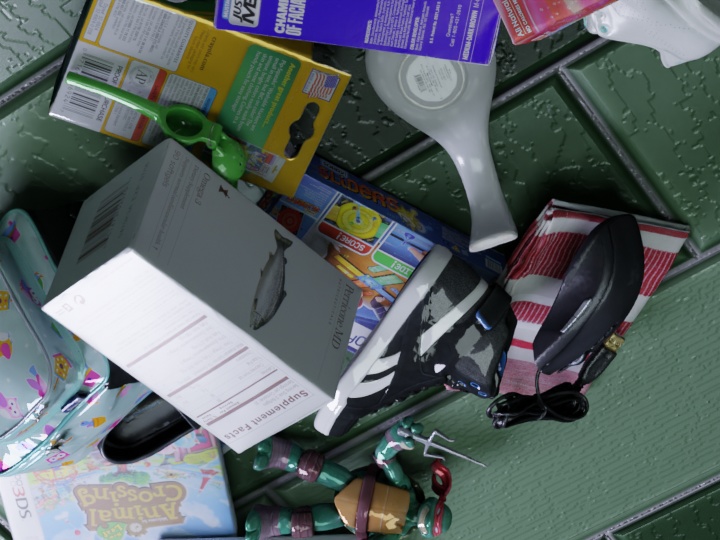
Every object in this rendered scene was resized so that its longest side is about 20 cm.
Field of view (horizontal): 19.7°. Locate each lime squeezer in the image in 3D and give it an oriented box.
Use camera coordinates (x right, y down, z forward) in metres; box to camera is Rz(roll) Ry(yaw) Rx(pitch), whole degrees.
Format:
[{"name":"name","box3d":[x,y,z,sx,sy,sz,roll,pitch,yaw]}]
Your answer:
[{"name":"lime squeezer","box3d":[-0.129,-0.094,1.552,0.070,0.038,0.200,-8,136,47]}]

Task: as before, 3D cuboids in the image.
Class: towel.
[{"name":"towel","box3d":[0.166,0.032,1.690,0.143,0.023,0.201,8,129,-29]}]

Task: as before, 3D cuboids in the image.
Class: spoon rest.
[{"name":"spoon rest","box3d":[0.070,-0.116,1.588,0.099,0.061,0.201,-17,112,11]}]

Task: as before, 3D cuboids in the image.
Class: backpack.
[{"name":"backpack","box3d":[-0.264,0.066,1.637,0.153,0.176,0.200,-17,156,-46]}]

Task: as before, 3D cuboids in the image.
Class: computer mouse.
[{"name":"computer mouse","box3d":[0.190,0.050,1.653,0.140,0.046,0.201,3,120,-56]}]

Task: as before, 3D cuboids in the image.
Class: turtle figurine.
[{"name":"turtle figurine","box3d":[0.005,0.202,1.783,0.198,0.151,0.101,8,166,8]}]

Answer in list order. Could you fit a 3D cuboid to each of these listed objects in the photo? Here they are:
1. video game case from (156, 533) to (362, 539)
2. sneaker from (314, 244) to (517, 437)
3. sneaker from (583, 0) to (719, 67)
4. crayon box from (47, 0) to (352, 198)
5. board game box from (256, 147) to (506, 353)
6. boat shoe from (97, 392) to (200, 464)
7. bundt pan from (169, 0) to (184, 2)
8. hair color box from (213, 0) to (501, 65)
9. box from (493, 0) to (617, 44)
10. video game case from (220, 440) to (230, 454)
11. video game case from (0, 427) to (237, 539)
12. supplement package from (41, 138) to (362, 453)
[{"name":"video game case","box3d":[-0.083,0.297,1.885,0.198,0.024,0.183,-1,141,-1]},{"name":"sneaker","box3d":[0.051,0.085,1.657,0.111,0.073,0.201,35,121,0]},{"name":"sneaker","box3d":[0.184,-0.210,1.503,0.199,0.076,0.088,35,132,-25]},{"name":"crayon box","box3d":[-0.120,-0.145,1.559,0.198,0.052,0.126,19,125,-13]},{"name":"board game box","box3d":[0.000,0.000,1.679,0.199,0.035,0.136,28,123,-19]},{"name":"boat shoe","box3d":[-0.136,0.095,1.686,0.199,0.062,0.075,-32,114,12]},{"name":"bundt pan","box3d":[-0.097,-0.260,1.389,0.200,0.203,0.076,-19,139,14]},{"name":"hair color box","box3d":[-0.002,-0.211,1.472,0.198,0.110,0.065,6,128,-5]},{"name":"box","box3d":[0.111,-0.262,1.389,0.099,0.095,0.201,-25,92,19]},{"name":"video game case","box3d":[-0.169,0.093,1.759,0.199,0.023,0.182,-36,119,23]},{"name":"video game case","box3d":[-0.216,0.170,1.788,0.198,0.022,0.183,-6,127,3]},{"name":"supplement package","box3d":[-0.115,0.021,1.550,0.200,0.118,0.117,38,133,-24]}]
